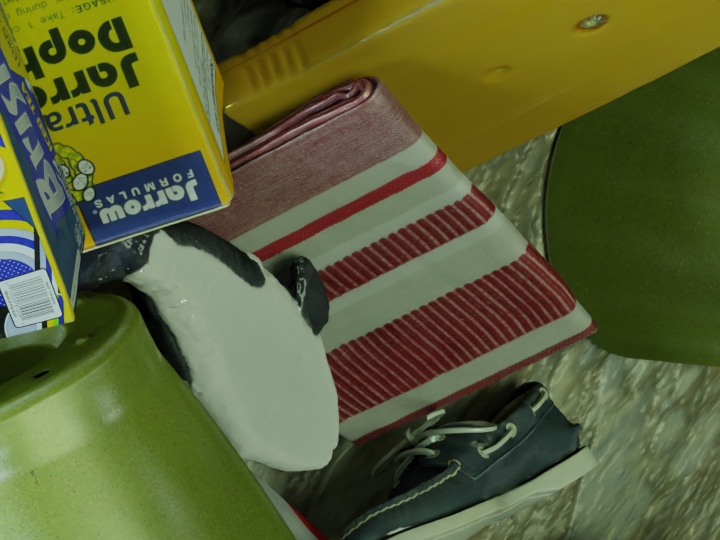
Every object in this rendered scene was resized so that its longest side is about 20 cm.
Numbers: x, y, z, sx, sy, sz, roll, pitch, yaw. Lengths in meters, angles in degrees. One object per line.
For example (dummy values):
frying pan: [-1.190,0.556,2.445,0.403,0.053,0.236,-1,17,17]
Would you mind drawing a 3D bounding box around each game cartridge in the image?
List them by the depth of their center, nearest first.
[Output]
game cartridge: [0.056,-0.100,1.153,0.176,0.200,0.032,30,39,-63]

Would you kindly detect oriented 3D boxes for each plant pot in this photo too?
plant pot: [-0.113,0.119,1.018,0.200,0.200,0.193,-32,111,-33]
plant pot: [0.230,-0.026,1.329,0.187,0.200,0.187,-12,108,-40]

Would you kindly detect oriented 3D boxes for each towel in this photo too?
towel: [0.000,0.000,1.180,0.200,0.144,0.023,44,29,-41]

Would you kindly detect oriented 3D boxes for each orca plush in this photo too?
orca plush: [-0.081,0.029,1.131,0.200,0.071,0.105,28,78,-55]

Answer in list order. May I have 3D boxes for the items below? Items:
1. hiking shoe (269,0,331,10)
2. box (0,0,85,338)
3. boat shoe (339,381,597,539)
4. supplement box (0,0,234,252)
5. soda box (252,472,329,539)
hiking shoe: [-0.037,-0.150,1.119,0.200,0.101,0.076,-3,101,-43]
box: [-0.159,-0.072,0.927,0.064,0.070,0.200,-13,120,6]
boat shoe: [0.047,0.100,1.266,0.200,0.075,0.062,-21,80,-50]
supplement box: [-0.133,-0.116,1.008,0.109,0.109,0.200,-18,119,5]
soda box: [-0.040,0.155,1.205,0.063,0.068,0.200,-36,130,11]
